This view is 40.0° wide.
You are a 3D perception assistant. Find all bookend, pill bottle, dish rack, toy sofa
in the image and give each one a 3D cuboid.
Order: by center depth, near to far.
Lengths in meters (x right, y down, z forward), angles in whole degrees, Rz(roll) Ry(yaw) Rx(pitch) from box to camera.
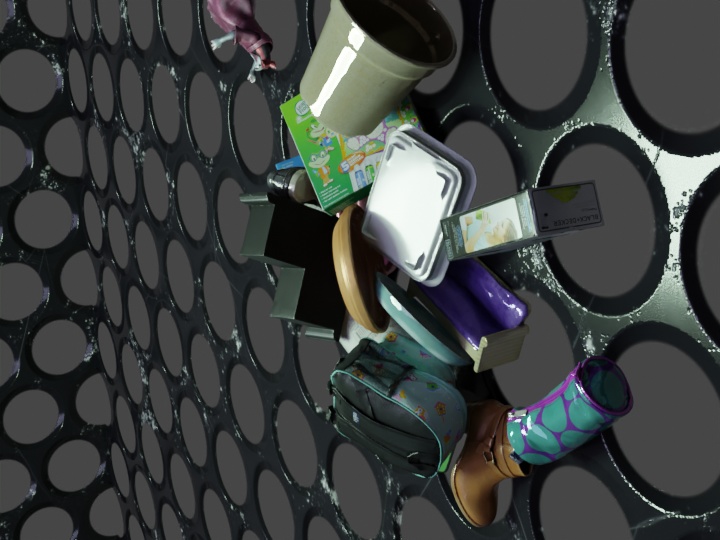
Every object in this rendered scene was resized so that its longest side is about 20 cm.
[{"bbox_3d":[0.072,-0.093,1.426,0.171,0.043,0.202,39,122,35],"label":"dish rack"},{"bbox_3d":[0.156,0.046,1.450,0.200,0.082,0.098,49,140,41],"label":"toy sofa"},{"bbox_3d":[-0.114,-0.003,1.612,0.092,0.197,0.202,2,79,53],"label":"bookend"},{"bbox_3d":[0.011,0.087,1.680,0.200,0.113,0.115,50,140,38],"label":"pill bottle"}]

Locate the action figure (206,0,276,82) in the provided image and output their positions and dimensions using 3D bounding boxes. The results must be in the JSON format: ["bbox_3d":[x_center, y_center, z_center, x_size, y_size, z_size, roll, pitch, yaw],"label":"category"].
[{"bbox_3d":[-0.213,-0.465,1.920,0.149,0.134,0.200,-43,70,8],"label":"action figure"}]

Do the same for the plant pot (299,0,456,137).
[{"bbox_3d":[0.007,-0.302,1.429,0.184,0.199,0.202,-50,57,39],"label":"plant pot"}]

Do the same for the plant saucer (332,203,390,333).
[{"bbox_3d":[0.000,0.000,1.518,0.200,0.037,0.203,-13,-90,-76],"label":"plant saucer"}]

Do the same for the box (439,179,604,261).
[{"bbox_3d":[0.207,-0.063,1.294,0.199,0.116,0.061,-16,84,61],"label":"box"}]

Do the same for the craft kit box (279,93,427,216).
[{"bbox_3d":[-0.004,-0.220,1.550,0.199,0.048,0.199,-29,68,14],"label":"craft kit box"}]

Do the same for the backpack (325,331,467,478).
[{"bbox_3d":[0.065,0.204,1.480,0.199,0.153,0.177,34,143,25],"label":"backpack"}]

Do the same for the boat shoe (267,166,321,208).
[{"bbox_3d":[-0.091,-0.145,1.652,0.062,0.200,0.074,15,97,20],"label":"boat shoe"}]

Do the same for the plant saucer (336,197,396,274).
[{"bbox_3d":[0.027,-0.092,1.652,0.200,0.050,0.203,28,123,52],"label":"plant saucer"}]

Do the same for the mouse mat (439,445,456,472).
[{"bbox_3d":[0.067,0.246,1.626,0.198,0.008,0.162,22,129,11],"label":"mouse mat"}]

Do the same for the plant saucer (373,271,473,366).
[{"bbox_3d":[0.088,0.079,1.488,0.027,0.200,0.200,-48,48,7],"label":"plant saucer"}]

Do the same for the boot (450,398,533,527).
[{"bbox_3d":[0.208,0.292,1.468,0.155,0.076,0.203,-3,88,59],"label":"boot"}]

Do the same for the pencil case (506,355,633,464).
[{"bbox_3d":[0.269,0.187,1.300,0.092,0.086,0.200,31,142,-6],"label":"pencil case"}]

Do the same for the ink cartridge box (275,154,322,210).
[{"bbox_3d":[-0.086,-0.095,1.786,0.116,0.067,0.202,80,170,-74],"label":"ink cartridge box"}]
